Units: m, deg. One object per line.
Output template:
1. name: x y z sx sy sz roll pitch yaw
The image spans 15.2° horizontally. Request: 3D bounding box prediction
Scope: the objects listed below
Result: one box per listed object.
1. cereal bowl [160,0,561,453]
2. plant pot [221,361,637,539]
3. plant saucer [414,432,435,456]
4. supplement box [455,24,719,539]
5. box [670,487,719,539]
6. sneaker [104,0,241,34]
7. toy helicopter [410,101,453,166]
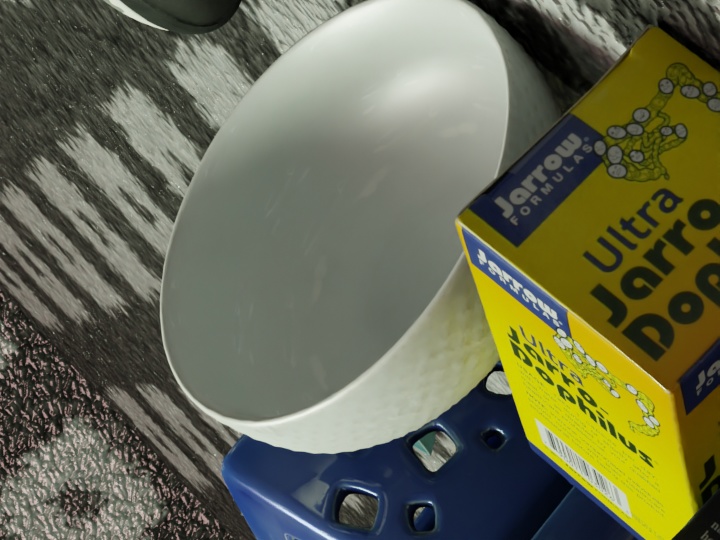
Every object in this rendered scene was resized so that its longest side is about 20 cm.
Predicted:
1. cereal bowl: 0.012 -0.011 1.125 0.083 0.201 0.200 34 178 -38
2. plant pot: 0.081 0.108 1.276 0.179 0.200 0.200 31 162 31
3. plant saucer: -0.012 0.073 1.889 0.070 0.019 0.200 53 167 -30
4. supplement box: 0.124 0.022 1.029 0.109 0.109 0.200 39 166 28
5. box: 0.190 0.158 1.041 0.124 0.197 0.200 40 167 29
6. sneaker: -0.090 -0.169 1.235 0.087 0.076 0.200 29 160 36
7. toy helicopter: -0.003 -0.056 1.268 0.079 0.133 0.200 19 156 -27
